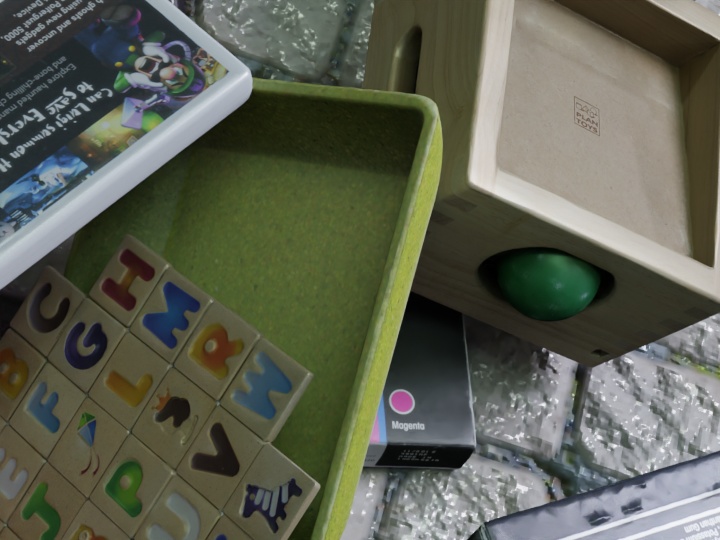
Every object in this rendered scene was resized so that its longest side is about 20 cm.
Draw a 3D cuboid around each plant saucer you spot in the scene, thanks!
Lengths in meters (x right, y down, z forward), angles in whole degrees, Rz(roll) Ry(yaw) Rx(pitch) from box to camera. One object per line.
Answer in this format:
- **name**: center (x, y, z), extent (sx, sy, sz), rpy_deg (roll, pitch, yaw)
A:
- **plant saucer**: center (-0.051, 0.019, 0.821), extent (0.048, 0.200, 0.200), rpy_deg (20, 84, -46)

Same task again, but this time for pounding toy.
- **pounding toy**: center (0.064, -0.041, 0.894), extent (0.184, 0.142, 0.200), rpy_deg (23, 59, -27)

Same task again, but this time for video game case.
- **video game case**: center (-0.179, -0.077, 0.798), extent (0.182, 0.023, 0.200), rpy_deg (41, 64, 19)

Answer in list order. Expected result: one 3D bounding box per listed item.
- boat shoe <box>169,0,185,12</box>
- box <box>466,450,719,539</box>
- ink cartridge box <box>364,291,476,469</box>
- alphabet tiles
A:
- **boat shoe**: center (-0.097, -0.184, 0.984), extent (0.065, 0.072, 0.200), rpy_deg (0, 58, -9)
- **box**: center (0.150, 0.194, 0.816), extent (0.200, 0.123, 0.199), rpy_deg (-13, 67, -25)
- **ink cartridge box**: center (0.000, 0.000, 0.936), extent (0.095, 0.037, 0.200), rpy_deg (2, 61, -14)
- **alphabet tiles**: center (-0.105, 0.082, 0.795), extent (0.200, 0.006, 0.167), rpy_deg (34, 93, 40)
